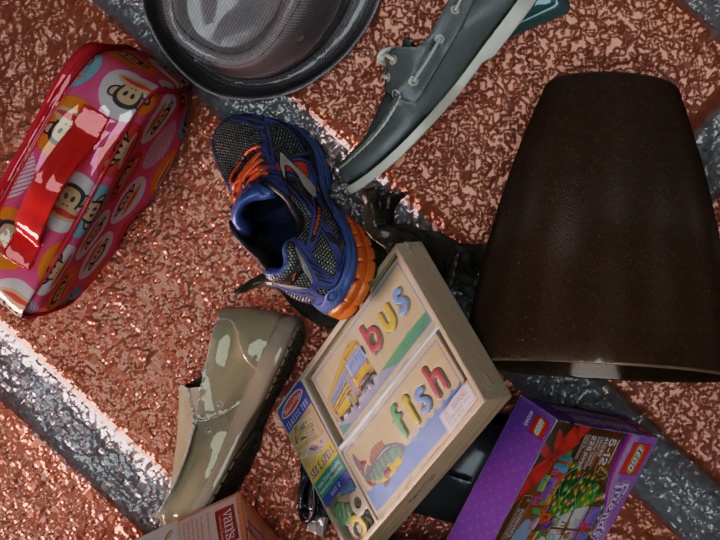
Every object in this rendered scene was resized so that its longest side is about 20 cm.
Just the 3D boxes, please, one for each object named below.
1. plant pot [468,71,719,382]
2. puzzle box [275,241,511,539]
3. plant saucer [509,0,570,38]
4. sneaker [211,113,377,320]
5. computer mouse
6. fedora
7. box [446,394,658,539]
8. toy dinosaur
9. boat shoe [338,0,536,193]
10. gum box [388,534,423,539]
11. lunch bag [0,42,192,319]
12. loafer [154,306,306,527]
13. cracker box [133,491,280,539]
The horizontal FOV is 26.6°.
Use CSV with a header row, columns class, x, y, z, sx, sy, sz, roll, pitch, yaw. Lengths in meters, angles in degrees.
class,x,y,z,sx,sy,sz,roll,pitch,yaw
plant pot,0.169,-0.029,1.049,0.187,0.187,0.200,3,84,6
puzzle box,0.017,0.092,1.057,0.200,0.025,0.133,-56,52,39
plant saucer,0.081,-0.265,1.095,0.070,0.019,0.200,-23,94,9
sneaker,-0.060,-0.051,1.070,0.075,0.078,0.200,-55,45,19
computer mouse,0.052,0.147,1.137,0.200,0.053,0.139,11,98,5
fedora,-0.074,-0.218,1.082,0.177,0.090,0.200,36,100,0
box,0.122,0.191,1.097,0.039,0.137,0.200,35,104,40
toy dinosaur,0.000,0.000,1.112,0.200,0.077,0.102,-18,82,5
boat shoe,0.044,-0.143,1.072,0.062,0.073,0.200,41,95,-7
gum box,-0.002,0.295,1.125,0.066,0.113,0.200,21,100,26
lunch bag,-0.201,-0.062,1.075,0.082,0.176,0.200,32,100,1
loafer,-0.108,0.110,1.143,0.068,0.076,0.200,30,102,11
cracker box,-0.143,0.261,1.142,0.200,0.058,0.134,-26,129,9
